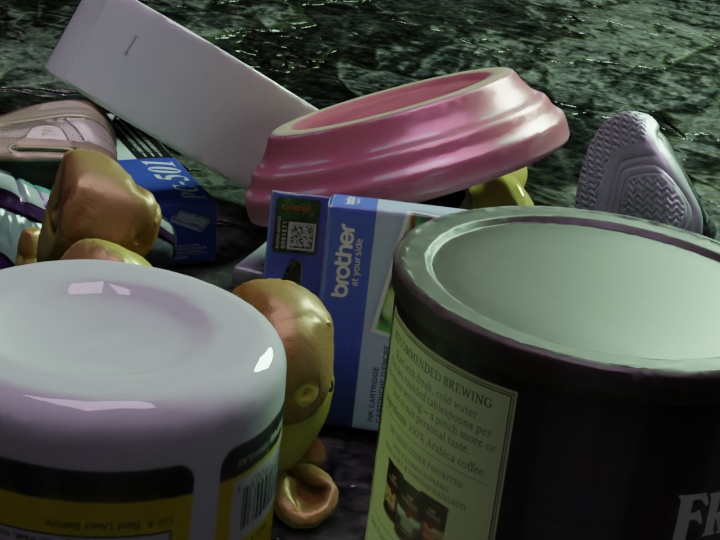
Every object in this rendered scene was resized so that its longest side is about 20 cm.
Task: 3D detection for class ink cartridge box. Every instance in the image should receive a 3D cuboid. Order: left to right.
[{"bbox_3d":[-0.174,-0.058,1.111,0.093,0.045,0.200,-6,25,-24],"label":"ink cartridge box"},{"bbox_3d":[0.043,0.028,0.852,0.198,0.121,0.042,8,13,3],"label":"ink cartridge box"}]

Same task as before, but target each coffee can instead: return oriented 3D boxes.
[{"bbox_3d":[0.072,0.095,0.584,0.145,0.202,0.147,6,22,-2],"label":"coffee can"}]

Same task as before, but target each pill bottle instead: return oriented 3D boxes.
[{"bbox_3d":[-0.086,0.108,0.504,0.111,0.202,0.113,6,21,-2],"label":"pill bottle"}]

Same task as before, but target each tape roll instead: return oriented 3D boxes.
[{"bbox_3d":[-0.112,-0.117,1.101,0.201,0.071,0.202,31,3,-2],"label":"tape roll"}]

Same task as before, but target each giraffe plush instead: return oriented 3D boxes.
[{"bbox_3d":[-0.081,0.051,0.759,0.161,0.175,0.200,10,-13,-19],"label":"giraffe plush"}]

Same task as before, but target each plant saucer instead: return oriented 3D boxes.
[{"bbox_3d":[0.023,-0.078,0.965,0.198,0.051,0.201,-15,10,3],"label":"plant saucer"}]

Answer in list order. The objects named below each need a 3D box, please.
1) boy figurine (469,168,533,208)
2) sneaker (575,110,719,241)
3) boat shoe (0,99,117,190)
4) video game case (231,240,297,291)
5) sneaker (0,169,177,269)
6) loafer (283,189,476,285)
[{"bbox_3d":[0.063,-0.059,1.095,0.123,0.065,0.200,-11,28,-29],"label":"boy figurine"},{"bbox_3d":[0.194,0.008,0.912,0.113,0.202,0.075,-2,-20,-42],"label":"sneaker"},{"bbox_3d":[-0.247,-0.051,1.002,0.198,0.073,0.065,-13,38,-3],"label":"boat shoe"},{"bbox_3d":[0.040,-0.001,1.063,0.198,0.024,0.182,12,23,16],"label":"video game case"},{"bbox_3d":[-0.183,0.000,0.926,0.074,0.089,0.199,-11,-14,35],"label":"sneaker"},{"bbox_3d":[0.000,0.000,0.946,0.076,0.068,0.200,21,40,30],"label":"loafer"}]
